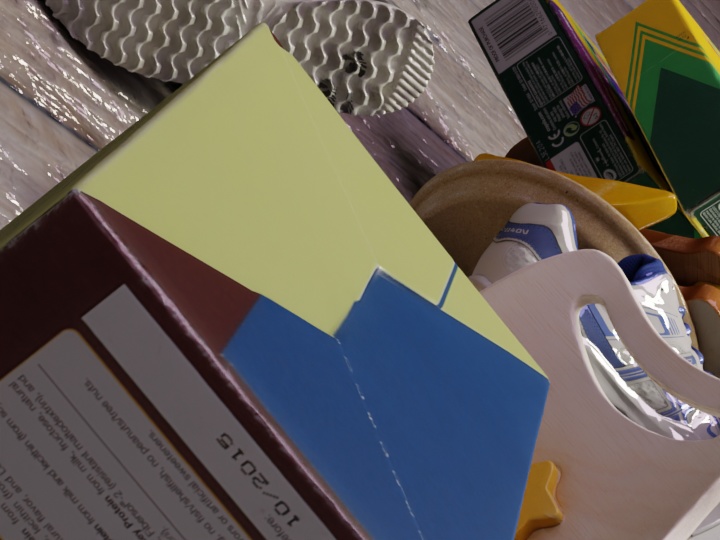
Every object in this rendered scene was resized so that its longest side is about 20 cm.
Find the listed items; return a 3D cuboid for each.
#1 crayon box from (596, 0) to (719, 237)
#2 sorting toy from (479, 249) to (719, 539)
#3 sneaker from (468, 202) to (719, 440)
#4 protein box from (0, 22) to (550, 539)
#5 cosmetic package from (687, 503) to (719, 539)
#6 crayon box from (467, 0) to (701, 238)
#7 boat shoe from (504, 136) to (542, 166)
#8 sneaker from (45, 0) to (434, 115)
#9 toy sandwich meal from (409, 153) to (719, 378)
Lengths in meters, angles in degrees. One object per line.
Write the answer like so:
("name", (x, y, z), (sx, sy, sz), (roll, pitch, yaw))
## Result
("crayon box", (0.234, -0.046, 1.379), (0.200, 0.058, 0.173), (44, 19, -40))
("sorting toy", (0.061, 0.077, 0.902), (0.200, 0.180, 0.107), (45, -10, 41))
("sneaker", (0.136, 0.042, 1.094), (0.200, 0.088, 0.075), (34, -11, -27))
("protein box", (-0.076, 0.065, 0.591), (0.135, 0.200, 0.199), (51, 17, -7))
("cosmetic package", (0.151, 0.193, 0.970), (0.081, 0.113, 0.201), (-4, -76, 65))
("crayon box", (0.160, -0.064, 1.455), (0.173, 0.058, 0.200), (45, 16, -42))
("boat shoe", (0.140, -0.001, 1.534), (0.070, 0.070, 0.200), (30, 36, -39))
("sneaker", (-0.066, -0.129, 1.163), (0.200, 0.070, 0.100), (17, 15, -11))
("toy sandwich meal", (0.109, 0.019, 1.201), (0.205, 0.205, 0.070), (53, 49, -2))
